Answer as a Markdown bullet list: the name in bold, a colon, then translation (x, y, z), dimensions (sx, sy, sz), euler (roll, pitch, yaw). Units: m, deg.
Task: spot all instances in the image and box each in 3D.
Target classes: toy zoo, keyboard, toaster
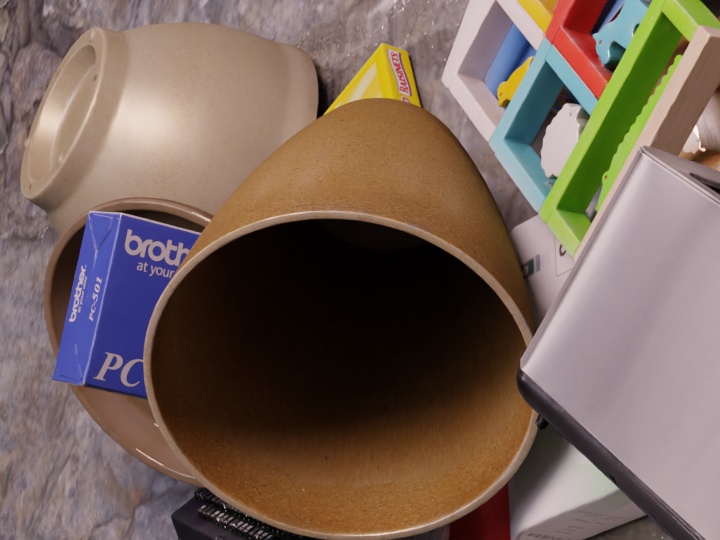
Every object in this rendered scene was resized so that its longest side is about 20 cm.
- **toy zoo**: translation (0.099, -0.109, 1.006), dimensions (0.131, 0.020, 0.200), euler (-63, 36, 28)
- **keyboard**: translation (-0.066, 0.142, 1.108), dimensions (0.127, 0.021, 0.200), euler (-41, 14, -16)
- **toaster**: translation (0.176, 0.051, 0.787), dimensions (0.119, 0.181, 0.200), euler (-64, 34, 12)

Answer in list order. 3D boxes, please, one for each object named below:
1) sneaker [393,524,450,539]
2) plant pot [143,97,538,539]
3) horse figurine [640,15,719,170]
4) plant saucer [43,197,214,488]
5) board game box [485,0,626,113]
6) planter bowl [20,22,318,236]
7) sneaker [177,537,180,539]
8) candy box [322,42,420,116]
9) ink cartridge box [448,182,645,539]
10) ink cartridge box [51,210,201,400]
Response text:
- **sneaker**: translation (-0.003, 0.209, 1.090), dimensions (0.074, 0.118, 0.201), euler (13, 58, 23)
- **plant pot**: translation (0.000, 0.000, 1.038), dimensions (0.187, 0.186, 0.200), euler (-54, 14, 30)
- **horse figurine**: translation (0.168, -0.076, 0.969), dimensions (0.132, 0.050, 0.201), euler (-35, 50, 45)
- **plant saucer**: translation (-0.105, 0.042, 1.267), dimensions (0.200, 0.200, 0.029), euler (-43, 0, 41)
- **board game box**: translation (0.132, -0.160, 1.070), dimensions (0.200, 0.039, 0.158), euler (-52, 24, 38)
- **planter bowl**: translation (-0.135, -0.077, 1.337), dimensions (0.200, 0.134, 0.201), euler (-45, 33, 40)
- **sneaker**: translation (-0.049, 0.180, 1.188), dimensions (0.200, 0.075, 0.079), euler (-29, 57, 52)
- **candy box**: translation (-0.024, -0.038, 1.281), dimensions (0.200, 0.026, 0.102), euler (-48, 36, 36)
- **ink cartridge box**: translation (0.081, 0.063, 1.055), dimensions (0.200, 0.050, 0.161), euler (-30, 53, 47)
- **ink cartridge box**: translation (-0.064, 0.035, 1.146), dimensions (0.044, 0.200, 0.094), euler (5, 82, 58)
